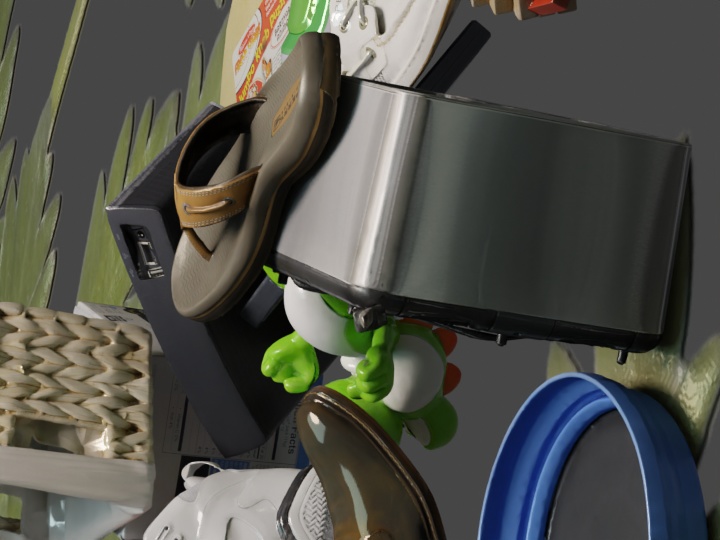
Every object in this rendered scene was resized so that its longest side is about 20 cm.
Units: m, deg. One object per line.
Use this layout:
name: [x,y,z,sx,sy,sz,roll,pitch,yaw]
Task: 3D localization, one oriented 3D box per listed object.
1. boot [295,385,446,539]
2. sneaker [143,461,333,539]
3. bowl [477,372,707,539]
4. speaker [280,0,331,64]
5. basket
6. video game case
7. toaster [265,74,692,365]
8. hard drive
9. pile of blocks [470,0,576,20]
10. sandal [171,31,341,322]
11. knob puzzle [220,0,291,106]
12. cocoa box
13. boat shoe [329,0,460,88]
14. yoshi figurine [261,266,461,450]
boot: [-0.002,0.166,1.423,0.201,0.097,0.075,58,150,7]
sneaker: [-0.080,0.211,1.602,0.075,0.114,0.201,62,-142,-64]
bowl: [0.118,0.154,1.321,0.200,0.039,0.202,-174,90,-69]
speaker: [0.002,-0.210,1.652,0.088,0.088,0.201,-149,67,-66]
basket: [-0.222,0.108,1.708,0.200,0.135,0.124,146,131,-62]
video game case: [0.001,-0.058,1.589,0.143,0.019,0.200,-51,-1,-36]
toaster: [0.058,-0.028,1.331,0.200,0.180,0.120,-157,76,-68]
hard drive: [-0.080,0.007,1.657,0.042,0.135,0.201,2,128,39]
pile of blocks: [0.110,-0.214,1.385,0.062,0.082,0.201,-111,35,-49]
sandal: [-0.066,-0.052,1.343,0.200,0.054,0.082,125,149,-48]
knob puzzle: [-0.057,-0.164,1.857,0.219,0.030,0.221,-174,90,-69]
cocoa box: [-0.125,0.109,1.815,0.200,0.130,0.134,-155,73,-67]
boat shoe: [0.012,-0.144,1.532,0.071,0.069,0.200,-61,4,-29]
yoshi figurine: [-0.016,0.048,1.486,0.111,0.200,0.113,-20,36,20]
